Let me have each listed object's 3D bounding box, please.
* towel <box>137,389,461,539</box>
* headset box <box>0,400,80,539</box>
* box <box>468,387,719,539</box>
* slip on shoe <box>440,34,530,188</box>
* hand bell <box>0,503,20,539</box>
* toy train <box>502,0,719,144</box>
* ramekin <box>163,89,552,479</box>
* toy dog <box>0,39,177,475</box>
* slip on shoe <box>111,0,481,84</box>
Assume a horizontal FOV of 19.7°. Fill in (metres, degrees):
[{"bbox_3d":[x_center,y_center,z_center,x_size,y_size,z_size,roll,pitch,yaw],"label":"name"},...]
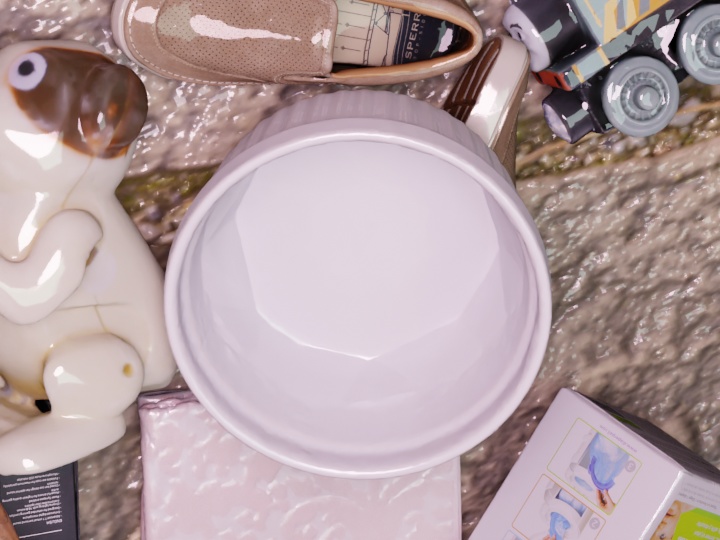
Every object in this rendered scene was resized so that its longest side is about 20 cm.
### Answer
[{"bbox_3d":[-0.035,0.149,1.231,0.200,0.032,0.191,-8,110,-19],"label":"towel"},{"bbox_3d":[-0.243,0.181,1.129,0.174,0.093,0.200,-8,111,-18],"label":"headset box"},{"bbox_3d":[0.132,0.188,1.251,0.112,0.101,0.200,24,99,-51],"label":"box"},{"bbox_3d":[0.063,-0.035,1.175,0.061,0.076,0.200,18,105,-11],"label":"slip on shoe"},{"bbox_3d":[-0.241,0.076,1.033,0.200,0.104,0.104,42,91,8],"label":"hand bell"},{"bbox_3d":[0.176,-0.159,1.180,0.200,0.085,0.114,-34,105,-4],"label":"toy train"},{"bbox_3d":[0.000,0.000,1.095,0.200,0.105,0.200,1,115,2],"label":"ramekin"},{"bbox_3d":[-0.156,-0.019,1.069,0.194,0.140,0.200,-15,113,-28],"label":"toy dog"},{"bbox_3d":[-0.031,-0.130,1.109,0.200,0.061,0.076,3,108,-22],"label":"slip on shoe"}]
